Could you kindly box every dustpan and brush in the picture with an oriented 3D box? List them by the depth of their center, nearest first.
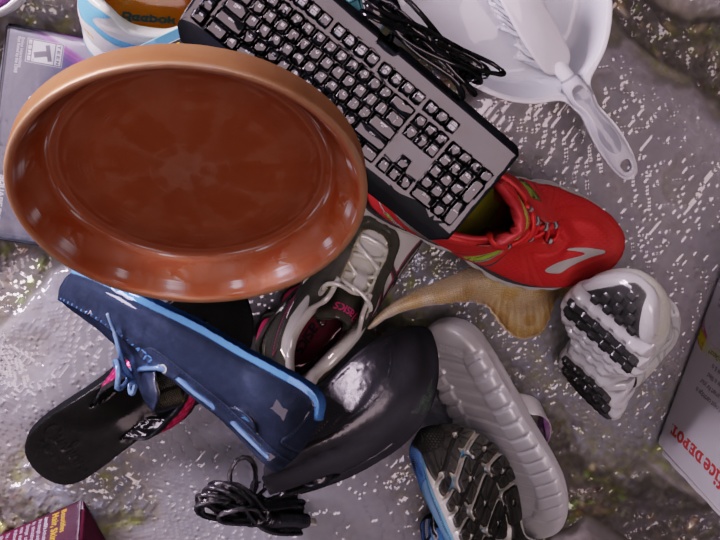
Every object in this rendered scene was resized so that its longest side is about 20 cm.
[{"bbox_3d":[0.130,-0.147,0.795,0.139,0.057,0.200,-35,111,2],"label":"dustpan and brush"}]

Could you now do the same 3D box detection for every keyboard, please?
[{"bbox_3d":[0.004,-0.109,0.649,0.200,0.040,0.104,37,95,-14],"label":"keyboard"}]

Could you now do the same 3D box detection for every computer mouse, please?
[{"bbox_3d":[-0.011,0.124,0.825,0.200,0.053,0.138,-45,150,6],"label":"computer mouse"}]

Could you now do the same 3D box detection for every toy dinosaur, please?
[{"bbox_3d":[0.103,-0.002,0.817,0.199,0.058,0.102,0,88,-31],"label":"toy dinosaur"}]

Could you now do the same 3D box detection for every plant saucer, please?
[{"bbox_3d":[-0.096,-0.052,0.655,0.199,0.032,0.201,-2,142,-1],"label":"plant saucer"}]

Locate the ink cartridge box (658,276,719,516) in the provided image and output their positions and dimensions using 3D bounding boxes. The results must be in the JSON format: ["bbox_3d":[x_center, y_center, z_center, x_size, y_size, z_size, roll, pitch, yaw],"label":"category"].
[{"bbox_3d":[0.314,0.079,0.858,0.084,0.145,0.201,12,105,-14],"label":"ink cartridge box"}]

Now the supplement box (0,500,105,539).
[{"bbox_3d":[-0.273,0.260,0.827,0.199,0.110,0.086,-23,111,-2],"label":"supplement box"}]

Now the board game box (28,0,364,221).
[{"bbox_3d":[-0.080,-0.087,0.729,0.199,0.047,0.151,-26,143,-3],"label":"board game box"}]

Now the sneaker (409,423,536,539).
[{"bbox_3d":[0.073,0.196,0.877,0.078,0.090,0.200,-52,130,-38],"label":"sneaker"}]

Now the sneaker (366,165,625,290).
[{"bbox_3d":[0.091,-0.028,0.744,0.199,0.085,0.077,14,95,-23],"label":"sneaker"}]

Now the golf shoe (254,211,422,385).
[{"bbox_3d":[0.000,0.000,0.806,0.077,0.088,0.200,27,100,-16],"label":"golf shoe"}]

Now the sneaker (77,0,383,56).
[{"bbox_3d":[-0.075,-0.163,0.732,0.199,0.081,0.077,-7,84,-10],"label":"sneaker"}]

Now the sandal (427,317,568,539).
[{"bbox_3d":[0.112,0.116,0.881,0.050,0.082,0.203,-44,119,-40],"label":"sandal"}]

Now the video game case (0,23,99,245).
[{"bbox_3d":[-0.146,-0.077,0.790,0.199,0.019,0.143,9,106,-12],"label":"video game case"}]

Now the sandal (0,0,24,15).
[{"bbox_3d":[-0.296,-0.159,0.708,0.202,0.050,0.083,-28,107,2],"label":"sandal"}]

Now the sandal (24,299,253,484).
[{"bbox_3d":[-0.153,0.088,0.827,0.200,0.045,0.075,-40,109,4],"label":"sandal"}]

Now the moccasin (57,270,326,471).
[{"bbox_3d":[-0.121,0.063,0.755,0.200,0.080,0.068,27,88,20],"label":"moccasin"}]

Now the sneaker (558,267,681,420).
[{"bbox_3d":[0.189,0.038,0.818,0.081,0.200,0.075,-39,71,-10],"label":"sneaker"}]
